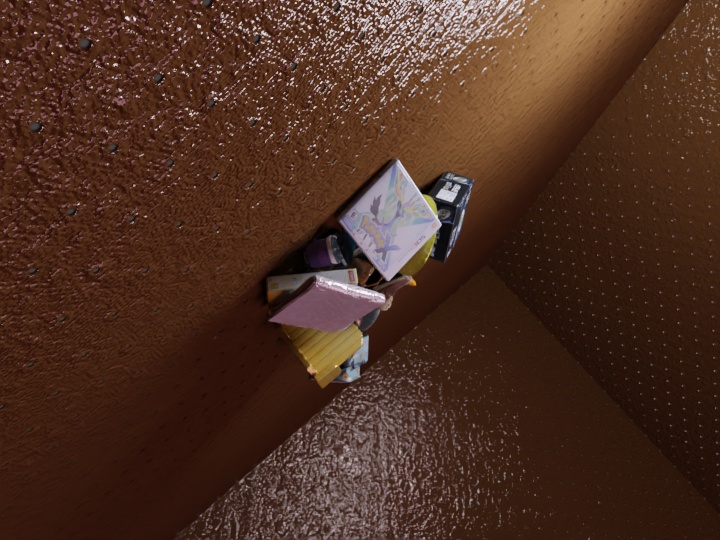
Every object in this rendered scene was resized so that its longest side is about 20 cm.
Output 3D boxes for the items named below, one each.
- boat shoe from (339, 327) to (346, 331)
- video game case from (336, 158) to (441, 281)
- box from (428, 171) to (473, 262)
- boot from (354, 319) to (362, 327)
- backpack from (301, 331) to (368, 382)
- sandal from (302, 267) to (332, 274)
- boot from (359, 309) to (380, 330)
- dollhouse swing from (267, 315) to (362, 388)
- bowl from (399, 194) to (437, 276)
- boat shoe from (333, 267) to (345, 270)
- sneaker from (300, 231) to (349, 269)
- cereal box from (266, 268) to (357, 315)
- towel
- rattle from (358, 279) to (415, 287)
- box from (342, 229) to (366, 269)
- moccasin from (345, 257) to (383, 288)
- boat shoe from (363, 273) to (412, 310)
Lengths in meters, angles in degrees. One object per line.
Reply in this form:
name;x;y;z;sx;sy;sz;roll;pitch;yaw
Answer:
boat shoe;-0.102;0.100;1.295;0.194;0.073;0.069;11;160;-29
video game case;0.068;-0.107;1.178;0.182;0.022;0.201;-45;121;-4
box;0.228;-0.147;1.437;0.201;0.084;0.168;-51;155;-54
boot;0.010;0.090;1.607;0.164;0.074;0.199;-35;-164;-11
backpack;-0.064;0.240;1.543;0.170;0.159;0.199;-3;-175;22
sandal;-0.099;0.011;1.272;0.212;0.075;0.072;121;-12;-66
boot;0.026;0.123;1.770;0.151;0.071;0.205;111;-1;-66
dollhouse swing;-0.098;0.156;1.353;0.174;0.201;0.182;-39;165;-10
bowl;0.094;-0.099;1.319;0.104;0.205;0.202;14;135;-22
boat shoe;0.000;0.000;1.445;0.198;0.075;0.062;-34;162;-29
sneaker;-0.080;-0.040;1.178;0.085;0.078;0.200;-15;176;8
cereal box;-0.107;0.051;1.176;0.192;0.041;0.145;-5;154;-9
towel;-0.074;0.076;1.155;0.196;0.033;0.189;15;145;-40
rattle;0.047;0.060;1.573;0.128;0.144;0.202;0;-133;53
box;-0.003;-0.079;1.274;0.082;0.049;0.201;-37;164;-23
moccasin;0.027;0.007;1.325;0.075;0.077;0.201;-55;166;4
boat shoe;0.053;0.066;1.411;0.196;0.075;0.076;-26;-170;22
